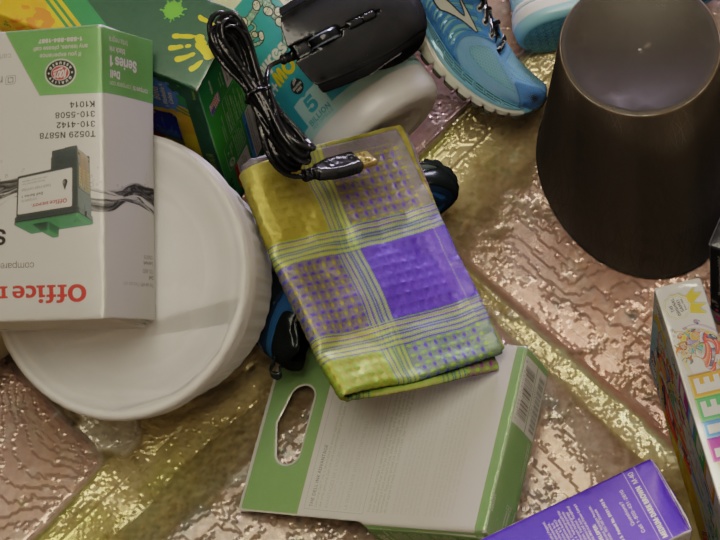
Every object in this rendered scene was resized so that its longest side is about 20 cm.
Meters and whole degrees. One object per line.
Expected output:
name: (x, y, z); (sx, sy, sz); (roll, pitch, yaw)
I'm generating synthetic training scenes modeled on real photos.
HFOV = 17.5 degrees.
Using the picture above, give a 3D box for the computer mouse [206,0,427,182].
computer mouse: (-0.004, -0.143, 1.651); (0.200, 0.046, 0.141); (-21, 85, -40)

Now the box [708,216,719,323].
box: (0.336, -0.055, 1.687); (0.114, 0.132, 0.200); (21, 69, 17)

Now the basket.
basket: (0.200, -0.112, 1.687); (0.136, 0.200, 0.181); (-26, 67, -7)

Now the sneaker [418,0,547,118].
sneaker: (0.076, -0.199, 1.759); (0.090, 0.078, 0.200); (-41, 104, 15)

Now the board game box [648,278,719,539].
board game box: (0.243, 0.124, 1.612); (0.034, 0.135, 0.201); (-13, 65, -1)

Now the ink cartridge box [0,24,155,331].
ink cartridge box: (-0.221, -0.059, 1.597); (0.146, 0.084, 0.201); (-3, 86, 19)

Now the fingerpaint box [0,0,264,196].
fingerpaint box: (-0.166, -0.142, 1.731); (0.166, 0.200, 0.074); (22, 70, 13)

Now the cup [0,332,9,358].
cup: (-0.329, -0.037, 1.713); (0.200, 0.143, 0.201); (-6, 62, 12)

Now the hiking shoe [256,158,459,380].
hiking shoe: (0.000, 0.000, 1.719); (0.200, 0.074, 0.087); (-37, 58, -5)

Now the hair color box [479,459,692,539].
hair color box: (0.123, 0.211, 1.596); (0.200, 0.109, 0.065); (-26, 66, -8)

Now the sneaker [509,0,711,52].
sneaker: (0.199, -0.259, 1.821); (0.199, 0.080, 0.131); (-16, 67, -3)

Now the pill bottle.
pill bottle: (-0.040, -0.176, 1.763); (0.111, 0.111, 0.200); (-35, 77, -11)

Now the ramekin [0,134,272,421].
ramekin: (-0.155, 0.007, 1.666); (0.202, 0.094, 0.203); (-2, 85, 19)

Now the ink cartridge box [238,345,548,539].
ink cartridge box: (0.024, 0.123, 1.681); (0.199, 0.048, 0.146); (1, 63, 30)

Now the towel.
towel: (0.007, -0.008, 1.648); (0.143, 0.023, 0.200); (-11, 66, -26)
